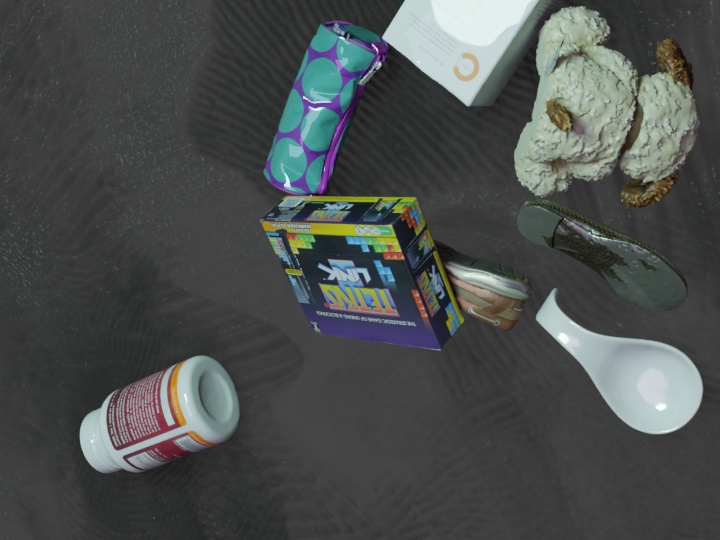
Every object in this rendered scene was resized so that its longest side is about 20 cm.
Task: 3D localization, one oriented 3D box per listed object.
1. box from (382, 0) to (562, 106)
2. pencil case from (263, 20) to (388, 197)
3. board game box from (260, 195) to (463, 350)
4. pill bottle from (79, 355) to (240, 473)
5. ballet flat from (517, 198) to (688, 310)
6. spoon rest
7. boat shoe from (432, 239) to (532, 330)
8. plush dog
[{"bbox_3d":[0.136,-0.293,1.100,0.124,0.097,0.201,39,111,13],"label":"box"},{"bbox_3d":[-0.040,-0.185,1.202,0.092,0.085,0.202,35,111,31],"label":"pencil case"},{"bbox_3d":[0.000,0.000,1.162,0.198,0.057,0.167,4,127,42],"label":"board game box"},{"bbox_3d":[-0.263,0.193,1.343,0.198,0.113,0.115,-23,89,25],"label":"pill bottle"},{"bbox_3d":[0.262,-0.023,1.119,0.198,0.046,0.068,28,123,14],"label":"ballet flat"},{"bbox_3d":[0.274,0.097,1.120,0.199,0.060,0.100,36,111,16],"label":"spoon rest"},{"bbox_3d":[0.094,0.014,1.180,0.198,0.076,0.073,21,108,21],"label":"boat shoe"},{"bbox_3d":[0.261,-0.156,1.054,0.169,0.161,0.203,9,104,-4],"label":"plush dog"}]
